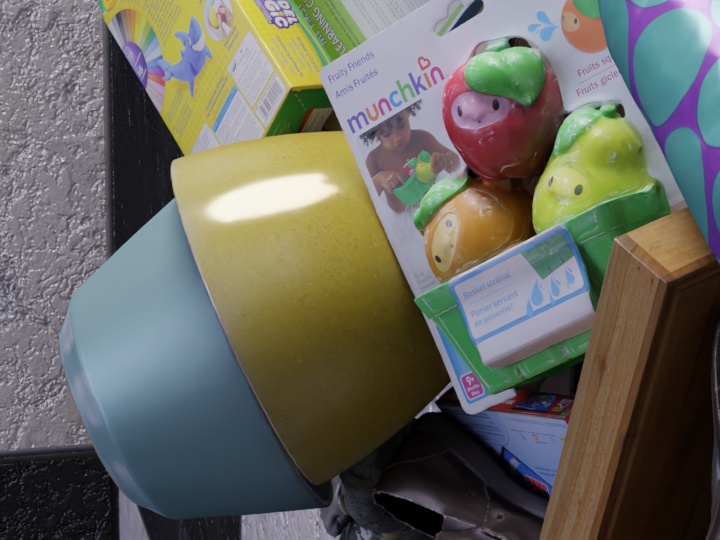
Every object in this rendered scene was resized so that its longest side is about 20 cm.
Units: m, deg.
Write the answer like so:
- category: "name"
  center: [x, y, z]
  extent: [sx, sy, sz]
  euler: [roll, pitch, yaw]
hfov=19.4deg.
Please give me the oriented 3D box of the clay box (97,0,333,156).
- category: "clay box"
  center: [-0.092, -0.145, 1.286]
  extent: [0.200, 0.048, 0.115]
  euler: [59, 138, 27]

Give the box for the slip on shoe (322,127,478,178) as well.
- category: "slip on shoe"
  center: [0.031, -0.086, 1.323]
  extent: [0.200, 0.076, 0.061]
  euler: [42, 179, 32]

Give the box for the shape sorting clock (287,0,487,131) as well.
- category: "shape sorting clock"
  center: [0.018, -0.167, 1.224]
  extent: [0.200, 0.039, 0.200]
  euler: [1, 92, 45]

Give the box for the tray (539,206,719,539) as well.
- category: "tray"
  center: [0.141, 0.056, 0.938]
  extent: [0.037, 0.099, 0.200]
  euler: [43, 141, 35]

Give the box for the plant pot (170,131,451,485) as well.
- category: "plant pot"
  center: [0.000, 0.000, 1.180]
  extent: [0.200, 0.142, 0.200]
  euler: [-25, -90, -86]

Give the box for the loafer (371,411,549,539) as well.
- category: "loafer"
  center: [0.079, 0.159, 1.164]
  extent: [0.200, 0.071, 0.073]
  euler: [37, 162, 44]

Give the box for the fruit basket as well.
- category: "fruit basket"
  center: [0.075, -0.047, 1.040]
  extent: [0.185, 0.094, 0.200]
  euler: [-27, 88, 37]

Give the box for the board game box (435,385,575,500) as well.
- category: "board game box"
  center: [0.107, 0.108, 1.133]
  extent: [0.103, 0.019, 0.200]
  euler: [54, 166, -9]

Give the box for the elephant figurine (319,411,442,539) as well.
- category: "elephant figurine"
  center: [0.028, 0.142, 1.344]
  extent: [0.155, 0.141, 0.200]
  euler: [37, 141, 51]

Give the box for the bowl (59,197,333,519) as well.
- category: "bowl"
  center: [-0.103, 0.064, 1.217]
  extent: [0.201, 0.105, 0.201]
  euler: [-24, -90, -87]

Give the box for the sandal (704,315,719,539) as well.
- category: "sandal"
  center: [0.173, 0.101, 0.883]
  extent: [0.055, 0.082, 0.200]
  euler: [-5, -86, -84]

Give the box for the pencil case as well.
- category: "pencil case"
  center: [0.161, -0.071, 0.860]
  extent: [0.093, 0.085, 0.200]
  euler: [-58, 29, 28]

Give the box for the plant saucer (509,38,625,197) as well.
- category: "plant saucer"
  center: [0.102, -0.109, 1.145]
  extent: [0.200, 0.034, 0.201]
  euler: [-176, 90, -75]

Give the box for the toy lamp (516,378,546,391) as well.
- category: "toy lamp"
  center: [0.094, 0.063, 1.226]
  extent: [0.200, 0.058, 0.058]
  euler: [108, 155, -56]
